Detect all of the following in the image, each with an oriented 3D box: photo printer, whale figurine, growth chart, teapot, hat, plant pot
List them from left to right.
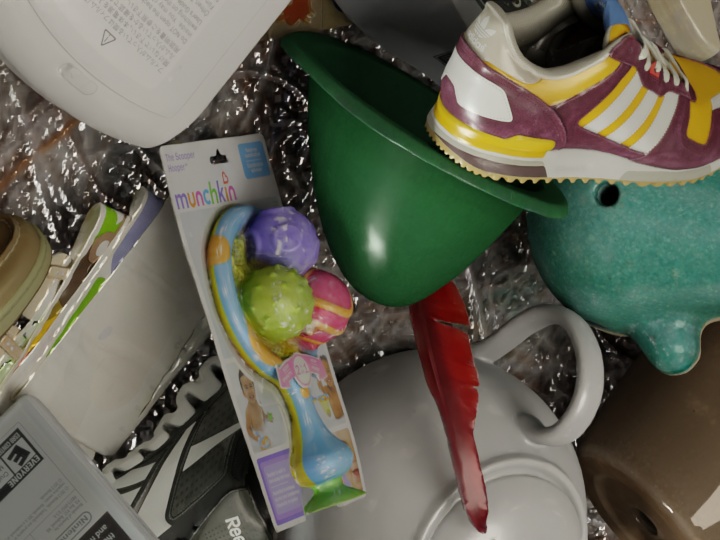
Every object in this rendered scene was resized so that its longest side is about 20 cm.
[{"bbox_3d":[-0.127,0.027,1.550,0.200,0.018,0.145,-49,141,-9],"label":"growth chart"},{"bbox_3d":[-0.102,-0.171,1.477,0.200,0.069,0.166,-52,128,-6],"label":"photo printer"},{"bbox_3d":[0.000,0.000,1.559,0.165,0.200,0.176,15,111,-51],"label":"hat"},{"bbox_3d":[0.056,0.142,1.657,0.197,0.146,0.200,-31,121,-22],"label":"teapot"},{"bbox_3d":[0.183,-0.023,1.626,0.104,0.199,0.160,27,79,-62],"label":"whale figurine"},{"bbox_3d":[0.222,0.090,1.715,0.175,0.200,0.201,-41,125,-17],"label":"plant pot"}]

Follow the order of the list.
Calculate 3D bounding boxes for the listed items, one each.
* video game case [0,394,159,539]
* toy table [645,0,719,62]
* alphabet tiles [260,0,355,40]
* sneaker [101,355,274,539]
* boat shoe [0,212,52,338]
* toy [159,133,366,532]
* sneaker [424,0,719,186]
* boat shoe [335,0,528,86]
[{"bbox_3d":[-0.179,0.192,1.478,0.200,0.182,0.023,-44,154,1],"label":"video game case"},{"bbox_3d":[0.137,-0.211,1.580,0.117,0.183,0.201,28,57,-47],"label":"toy table"},{"bbox_3d":[-0.049,-0.200,1.552,0.199,0.006,0.167,-12,113,-31],"label":"alphabet tiles"},{"bbox_3d":[-0.094,0.130,1.577,0.200,0.090,0.067,-48,147,-12],"label":"sneaker"},{"bbox_3d":[-0.240,0.027,1.459,0.200,0.073,0.063,-37,126,-18],"label":"boat shoe"},{"bbox_3d":[-0.033,0.025,1.537,0.115,0.047,0.201,-13,89,-65],"label":"toy"},{"bbox_3d":[0.130,-0.096,1.502,0.200,0.075,0.090,-7,133,-37],"label":"sneaker"},{"bbox_3d":[0.048,-0.141,1.605,0.200,0.068,0.057,40,52,-41],"label":"boat shoe"}]
